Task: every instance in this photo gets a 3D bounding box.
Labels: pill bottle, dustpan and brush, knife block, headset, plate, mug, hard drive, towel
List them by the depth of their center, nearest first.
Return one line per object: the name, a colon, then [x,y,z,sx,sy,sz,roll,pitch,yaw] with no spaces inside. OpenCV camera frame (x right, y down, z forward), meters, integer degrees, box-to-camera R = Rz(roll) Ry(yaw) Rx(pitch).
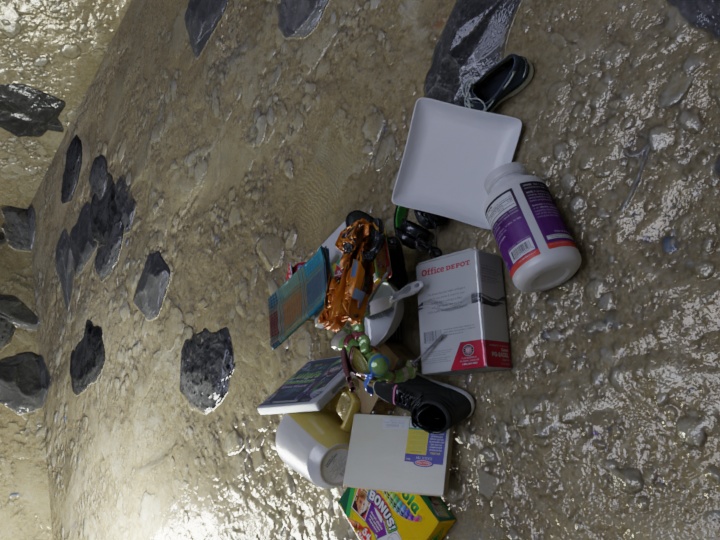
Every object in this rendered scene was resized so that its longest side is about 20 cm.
pill bottle: [0.271,-0.073,1.056,0.112,0.112,0.202,-38,55,35]
plate: [0.174,-0.196,1.186,0.197,0.032,0.203,16,97,13]
dustpan and brush: [0.053,0.060,1.214,0.199,0.057,0.142,-25,65,37]
headset: [0.110,-0.095,1.249,0.124,0.093,0.201,-52,38,27]
mug: [-0.075,0.336,1.287,0.153,0.148,0.190,20,113,61]
knife block: [0.029,0.168,1.305,0.175,0.063,0.202,42,112,44]
towel: [-0.130,0.056,1.368,0.200,0.022,0.148,-42,38,27]
hard drive: [-0.056,0.009,1.412,0.132,0.025,0.202,-41,39,43]

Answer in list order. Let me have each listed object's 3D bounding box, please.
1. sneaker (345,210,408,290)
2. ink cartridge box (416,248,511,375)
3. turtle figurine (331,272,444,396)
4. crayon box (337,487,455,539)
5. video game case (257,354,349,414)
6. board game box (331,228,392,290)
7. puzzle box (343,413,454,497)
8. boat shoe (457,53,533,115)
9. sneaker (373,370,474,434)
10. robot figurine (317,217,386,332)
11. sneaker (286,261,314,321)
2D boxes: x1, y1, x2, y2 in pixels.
sneaker: [0.032,-0.058,1.293,0.201,0.075,0.115,61,169,25]
ink cartridge box: [0.179,0.077,1.145,0.144,0.083,0.203,-16,71,45]
turtle figurine: [0.037,0.131,1.155,0.194,0.142,0.202,-16,53,67]
crayon box: [0.061,0.449,1.213,0.200,0.058,0.174,47,116,42]
video game case: [-0.097,0.236,1.358,0.199,0.181,0.024,-17,106,44]
board game box: [0.000,0.000,1.231,0.200,0.030,0.097,-38,55,54]
puzzle box: [0.069,0.334,1.180,0.197,0.025,0.135,-3,61,27]
boat shoe: [0.225,-0.320,1.195,0.199,0.061,0.076,-32,61,39]
sneaker: [0.094,0.231,1.153,0.198,0.099,0.072,10,103,30]
robot figurine: [-0.014,0.000,1.122,0.145,0.058,0.203,-28,46,58]
sneaker: [-0.134,0.044,1.460,0.200,0.070,0.114,-143,65,-72]
